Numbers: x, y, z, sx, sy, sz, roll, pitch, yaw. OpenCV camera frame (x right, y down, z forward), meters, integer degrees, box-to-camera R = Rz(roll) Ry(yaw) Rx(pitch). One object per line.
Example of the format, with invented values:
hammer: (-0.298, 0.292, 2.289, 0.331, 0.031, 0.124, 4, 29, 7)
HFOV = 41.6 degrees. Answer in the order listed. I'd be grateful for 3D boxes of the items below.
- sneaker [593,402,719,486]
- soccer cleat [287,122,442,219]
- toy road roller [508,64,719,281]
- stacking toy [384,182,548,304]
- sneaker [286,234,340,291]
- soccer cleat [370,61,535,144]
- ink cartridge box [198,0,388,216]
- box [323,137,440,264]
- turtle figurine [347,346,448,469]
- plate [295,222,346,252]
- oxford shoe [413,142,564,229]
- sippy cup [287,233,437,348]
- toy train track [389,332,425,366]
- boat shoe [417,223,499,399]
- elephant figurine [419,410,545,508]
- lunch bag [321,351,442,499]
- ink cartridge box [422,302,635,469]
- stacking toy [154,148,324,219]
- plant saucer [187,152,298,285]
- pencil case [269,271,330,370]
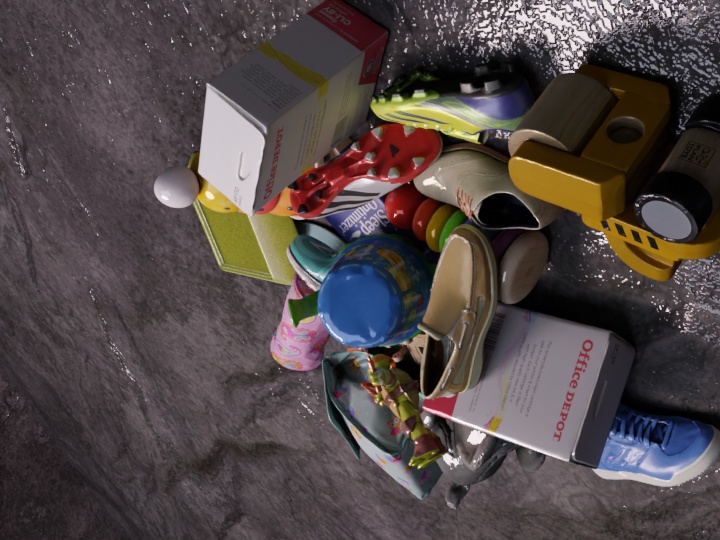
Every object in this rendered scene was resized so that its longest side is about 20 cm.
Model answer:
sneaker: (0.305, 0.182, 1.078, 0.111, 0.077, 0.200, 43, 155, -13)
soccer cleat: (0.009, -0.111, 1.068, 0.200, 0.085, 0.069, -25, 80, 27)
toy road roller: (0.238, -0.076, 0.836, 0.200, 0.123, 0.146, 26, 154, 27)
stacking toy: (0.107, -0.042, 1.062, 0.200, 0.085, 0.086, 30, 145, 30)
sneaker: (0.000, 0.000, 1.194, 0.200, 0.078, 0.080, 27, 126, 15)
soccer cleat: (0.089, -0.160, 0.961, 0.200, 0.065, 0.084, 6, 133, 45)
ink cartridge box: (-0.072, -0.175, 1.001, 0.083, 0.200, 0.145, 38, 147, 12)
box: (0.017, -0.063, 1.183, 0.200, 0.032, 0.121, 47, 148, -3)
turtle figurine: (0.052, 0.167, 1.195, 0.162, 0.064, 0.200, 60, 173, 20)
plate: (-0.048, 0.023, 1.342, 0.200, 0.026, 0.201, 33, 144, 29)
oxford shoe: (0.124, -0.085, 0.993, 0.200, 0.074, 0.071, 10, 135, 44)
sippy cup: (0.012, 0.030, 1.087, 0.140, 0.130, 0.178, 43, 104, 5)
toy train track: (0.089, 0.102, 1.276, 0.200, 0.033, 0.115, 2, 127, 49)
boat shoe: (0.096, 0.051, 1.003, 0.072, 0.076, 0.201, 26, 125, 45)
elephant figurine: (0.168, 0.196, 1.189, 0.155, 0.141, 0.200, 56, 151, -6)
lunch bag: (0.031, 0.215, 1.379, 0.200, 0.122, 0.171, 33, 163, 34)
ink cartridge box: (0.187, 0.122, 1.073, 0.200, 0.148, 0.086, 16, 174, 38)
stacking toy: (-0.156, -0.115, 1.141, 0.146, 0.199, 0.147, 34, 132, 48)
plant saucer: (-0.169, -0.064, 1.346, 0.199, 0.048, 0.201, 11, 128, 49)
pencil case: (-0.072, 0.065, 1.312, 0.087, 0.087, 0.200, 40, 148, 9)
